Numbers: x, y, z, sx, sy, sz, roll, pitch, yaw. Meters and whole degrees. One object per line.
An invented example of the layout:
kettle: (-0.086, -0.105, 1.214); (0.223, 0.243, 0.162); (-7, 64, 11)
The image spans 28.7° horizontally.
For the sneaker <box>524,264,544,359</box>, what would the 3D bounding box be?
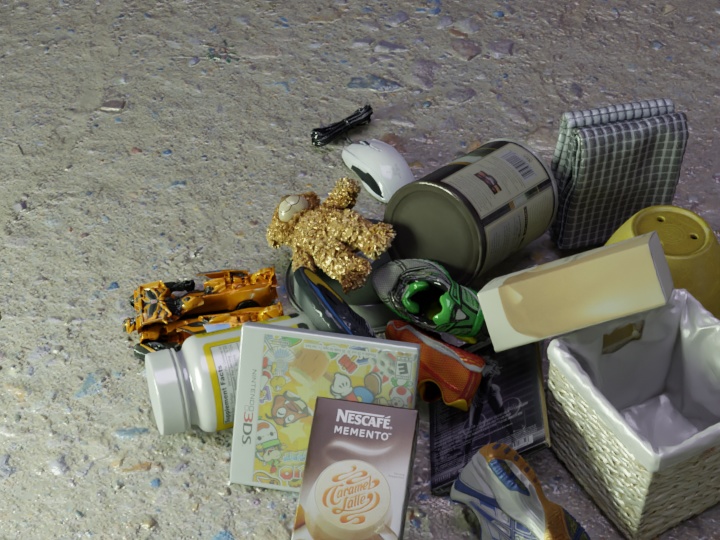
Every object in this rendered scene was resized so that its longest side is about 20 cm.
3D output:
sneaker: (0.194, 0.072, 1.713); (0.073, 0.080, 0.201); (11, 44, 8)

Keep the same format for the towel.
towel: (0.333, -0.120, 1.840); (0.164, 0.201, 0.086); (-12, 42, -17)

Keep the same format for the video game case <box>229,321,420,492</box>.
video game case: (-0.040, 0.158, 1.544); (0.198, 0.184, 0.023); (7, 12, 7)

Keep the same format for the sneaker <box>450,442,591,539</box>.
sneaker: (0.177, 0.282, 1.491); (0.201, 0.088, 0.075); (53, 28, 20)

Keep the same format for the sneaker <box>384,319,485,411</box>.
sneaker: (0.074, 0.108, 1.655); (0.072, 0.078, 0.200); (20, 5, -25)

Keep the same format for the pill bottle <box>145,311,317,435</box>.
pill bottle: (-0.142, 0.122, 1.623); (0.198, 0.115, 0.115); (-11, 43, -14)

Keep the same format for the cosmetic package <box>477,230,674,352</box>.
cosmetic package: (0.240, 0.023, 1.558); (0.198, 0.072, 0.105); (-17, 4, 18)

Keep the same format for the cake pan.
cake pan: (0.000, 0.000, 1.820); (0.198, 0.037, 0.201); (0, 41, 0)

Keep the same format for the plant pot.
plant pot: (0.374, 0.005, 1.743); (0.198, 0.143, 0.201); (0, 41, 0)

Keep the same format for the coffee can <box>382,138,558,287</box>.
coffee can: (0.143, -0.071, 1.791); (0.146, 0.148, 0.199); (27, 34, 26)

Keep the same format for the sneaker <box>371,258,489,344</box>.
sneaker: (0.073, 0.024, 1.668); (0.085, 0.079, 0.199); (20, 0, -36)

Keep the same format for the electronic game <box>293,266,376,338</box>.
electronic game: (-0.008, 0.073, 1.637); (0.042, 0.200, 0.200); (-41, 49, 4)

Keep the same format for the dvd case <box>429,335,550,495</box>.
dvd case: (0.143, 0.151, 1.610); (0.148, 0.016, 0.201); (-27, 36, 23)

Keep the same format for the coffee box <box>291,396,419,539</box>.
coffee box: (-0.008, 0.242, 1.455); (0.113, 0.080, 0.202); (7, 69, 6)

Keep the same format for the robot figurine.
robot figurine: (-0.197, 0.050, 1.743); (0.198, 0.059, 0.146); (-7, 41, -9)

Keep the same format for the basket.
basket: (0.332, 0.160, 1.553); (0.197, 0.162, 0.200); (-20, 45, -22)

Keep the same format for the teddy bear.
teddy bear: (-0.043, -0.047, 1.765); (0.145, 0.067, 0.200); (-48, 50, 12)

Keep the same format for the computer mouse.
computer mouse: (0.016, -0.168, 2.004); (0.109, 0.044, 0.200); (-21, 46, -25)
